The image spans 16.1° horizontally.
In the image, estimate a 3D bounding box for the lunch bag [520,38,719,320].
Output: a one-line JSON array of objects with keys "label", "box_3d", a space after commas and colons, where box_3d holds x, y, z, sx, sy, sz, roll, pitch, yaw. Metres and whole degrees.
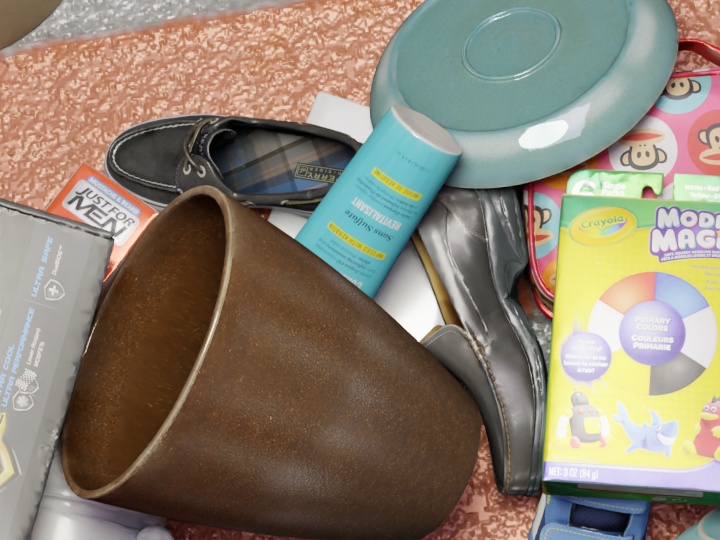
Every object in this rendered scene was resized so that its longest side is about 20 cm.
[{"label": "lunch bag", "box_3d": [0.197, -0.057, 1.572, 0.200, 0.082, 0.176, -3, 74, 5]}]

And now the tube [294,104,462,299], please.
[{"label": "tube", "box_3d": [-0.013, -0.005, 1.531, 0.077, 0.050, 0.200, 32, 108, -4]}]

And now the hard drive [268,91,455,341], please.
[{"label": "hard drive", "box_3d": [0.000, 0.000, 1.601, 0.132, 0.026, 0.200, 19, 77, 9]}]

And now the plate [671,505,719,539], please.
[{"label": "plate", "box_3d": [0.261, 0.147, 1.454, 0.200, 0.200, 0.026, -11, 98, 2]}]

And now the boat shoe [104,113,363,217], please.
[{"label": "boat shoe", "box_3d": [-0.077, -0.067, 1.586, 0.200, 0.066, 0.070, 11, 75, 23]}]

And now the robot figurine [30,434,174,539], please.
[{"label": "robot figurine", "box_3d": [-0.180, 0.184, 1.521, 0.170, 0.113, 0.200, 0, 73, 37]}]

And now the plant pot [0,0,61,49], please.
[{"label": "plant pot", "box_3d": [-0.281, -0.251, 1.604, 0.187, 0.200, 0.187, -1, 75, 4]}]

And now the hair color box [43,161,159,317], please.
[{"label": "hair color box", "box_3d": [-0.198, 0.041, 1.563, 0.064, 0.111, 0.200, 34, 81, 12]}]

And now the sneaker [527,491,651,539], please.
[{"label": "sneaker", "box_3d": [0.140, 0.137, 1.524, 0.074, 0.082, 0.200, 8, 77, 5]}]

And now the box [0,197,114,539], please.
[{"label": "box", "box_3d": [-0.261, 0.046, 1.442, 0.198, 0.050, 0.200, 18, 78, -11]}]

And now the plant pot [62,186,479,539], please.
[{"label": "plant pot", "box_3d": [-0.038, 0.077, 1.459, 0.200, 0.187, 0.187, 25, 76, -23]}]

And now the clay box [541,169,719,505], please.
[{"label": "clay box", "box_3d": [0.168, 0.033, 1.482, 0.115, 0.048, 0.200, 3, 75, 7]}]

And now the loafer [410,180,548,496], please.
[{"label": "loafer", "box_3d": [0.068, 0.042, 1.551, 0.072, 0.073, 0.200, -8, 79, -12]}]

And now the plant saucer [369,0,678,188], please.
[{"label": "plant saucer", "box_3d": [0.096, -0.133, 1.579, 0.200, 0.027, 0.200, -13, 46, 14]}]
